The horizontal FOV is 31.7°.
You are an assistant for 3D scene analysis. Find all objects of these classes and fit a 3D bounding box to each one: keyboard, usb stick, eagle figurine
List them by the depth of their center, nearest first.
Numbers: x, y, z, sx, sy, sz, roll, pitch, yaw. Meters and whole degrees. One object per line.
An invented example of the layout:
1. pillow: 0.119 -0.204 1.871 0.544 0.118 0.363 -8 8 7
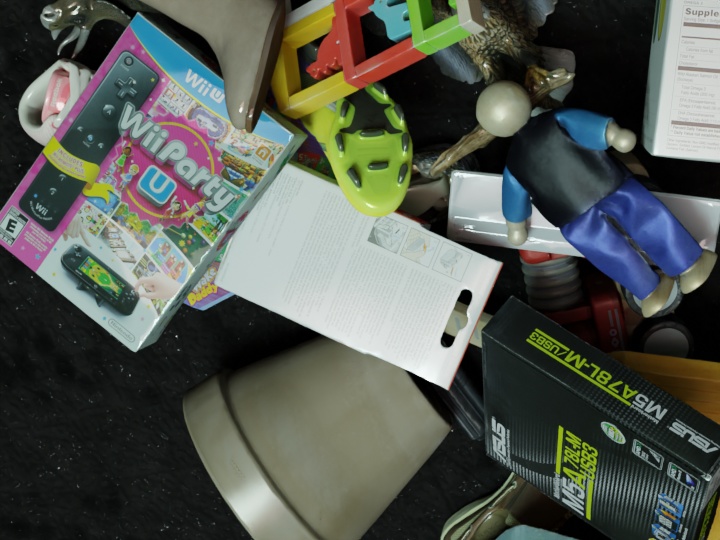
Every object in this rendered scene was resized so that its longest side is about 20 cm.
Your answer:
1. keyboard: 0.164 -0.037 0.946 0.199 0.011 0.057 7 108 9
2. eagle figurine: 0.080 -0.199 0.956 0.151 0.151 0.201 -22 72 -21
3. usb stick: 0.053 0.061 1.088 0.033 0.055 0.200 -35 101 12

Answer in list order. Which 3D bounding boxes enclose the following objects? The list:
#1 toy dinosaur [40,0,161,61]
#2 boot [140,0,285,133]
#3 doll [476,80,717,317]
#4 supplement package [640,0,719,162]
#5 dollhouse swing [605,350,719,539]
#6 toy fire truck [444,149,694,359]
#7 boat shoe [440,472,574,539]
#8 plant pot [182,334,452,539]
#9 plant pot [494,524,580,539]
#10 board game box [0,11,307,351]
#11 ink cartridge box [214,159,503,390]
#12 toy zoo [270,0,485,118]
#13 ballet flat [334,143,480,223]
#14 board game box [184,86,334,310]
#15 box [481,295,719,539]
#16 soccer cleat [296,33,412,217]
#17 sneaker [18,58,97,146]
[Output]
1. toy dinosaur: -0.158 -0.241 1.006 0.199 0.077 0.103 -9 122 9
2. boot: -0.121 -0.198 0.890 0.145 0.201 0.070 15 149 -5
3. doll: 0.155 -0.054 0.902 0.200 0.049 0.136 45 134 -8
4. supplement package: 0.281 -0.176 0.875 0.150 0.152 0.201 6 100 9
5. dollhouse swing: 0.261 0.164 0.985 0.175 0.183 0.200 -6 157 -10
6. toy fire truck: 0.148 0.005 1.027 0.199 0.129 0.177 -14 109 5
7. boat shoe: 0.152 0.215 1.124 0.075 0.075 0.202 41 113 -8
8. plant pot: -0.024 0.134 1.076 0.173 0.200 0.200 -37 102 6
9. plant pot: 0.168 0.359 1.057 0.195 0.201 0.197 18 143 -13
10. board game box: -0.158 -0.065 0.940 0.147 0.064 0.200 38 99 3
11. ink cartridge box: 0.000 0.000 0.970 0.199 0.050 0.110 24 96 9
12. toy zoo: -0.008 -0.194 0.916 0.199 0.020 0.132 -21 67 32
13. ballet flat: 0.001 -0.053 1.045 0.199 0.072 0.072 -17 108 17
14. board game box: -0.118 -0.064 1.039 0.199 0.039 0.159 -26 77 21
15. box: 0.180 0.132 0.961 0.193 0.048 0.200 31 154 24
16. soccer cleat: -0.010 -0.111 0.970 0.064 0.201 0.084 -12 145 -16
17. sneaker: -0.187 -0.116 1.000 0.199 0.105 0.076 6 74 34
